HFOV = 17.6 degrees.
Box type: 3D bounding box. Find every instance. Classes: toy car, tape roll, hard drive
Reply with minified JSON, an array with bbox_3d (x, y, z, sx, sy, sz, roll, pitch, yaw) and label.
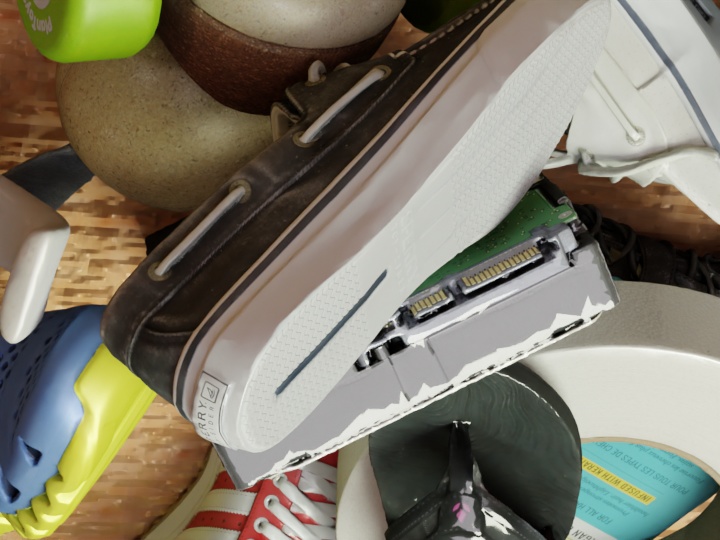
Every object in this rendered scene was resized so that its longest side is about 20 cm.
[{"bbox_3d":[-0.063,-0.086,0.808,0.164,0.158,0.200,-7,146,-28],"label":"toy car"},{"bbox_3d":[0.090,0.087,0.875,0.202,0.037,0.203,0,132,1],"label":"tape roll"},{"bbox_3d":[0.000,0.000,0.816,0.139,0.200,0.038,-27,109,-2],"label":"hard drive"}]

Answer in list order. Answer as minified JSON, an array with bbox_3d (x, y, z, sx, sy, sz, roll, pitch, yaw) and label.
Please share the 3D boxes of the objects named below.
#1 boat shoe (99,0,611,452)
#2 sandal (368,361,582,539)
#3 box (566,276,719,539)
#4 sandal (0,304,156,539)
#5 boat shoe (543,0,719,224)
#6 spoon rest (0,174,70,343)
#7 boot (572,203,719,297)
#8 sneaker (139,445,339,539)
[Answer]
[{"bbox_3d":[0.000,-0.034,0.708,0.200,0.071,0.072,-44,153,-29],"label":"boat shoe"},{"bbox_3d":[0.041,0.107,0.836,0.075,0.048,0.201,0,134,2],"label":"sandal"},{"bbox_3d":[0.065,0.091,0.939,0.082,0.049,0.200,30,127,-25],"label":"box"},{"bbox_3d":[-0.131,0.046,0.831,0.087,0.200,0.080,41,65,-11],"label":"sandal"},{"bbox_3d":[0.097,-0.063,0.857,0.086,0.075,0.202,-36,94,21],"label":"boat shoe"},{"bbox_3d":[-0.184,-0.036,0.785,0.199,0.061,0.100,25,104,13],"label":"spoon rest"},{"bbox_3d":[0.140,0.007,0.945,0.174,0.069,0.200,22,111,-27],"label":"boot"},{"bbox_3d":[-0.033,0.113,0.924,0.071,0.113,0.200,25,109,-29],"label":"sneaker"}]
